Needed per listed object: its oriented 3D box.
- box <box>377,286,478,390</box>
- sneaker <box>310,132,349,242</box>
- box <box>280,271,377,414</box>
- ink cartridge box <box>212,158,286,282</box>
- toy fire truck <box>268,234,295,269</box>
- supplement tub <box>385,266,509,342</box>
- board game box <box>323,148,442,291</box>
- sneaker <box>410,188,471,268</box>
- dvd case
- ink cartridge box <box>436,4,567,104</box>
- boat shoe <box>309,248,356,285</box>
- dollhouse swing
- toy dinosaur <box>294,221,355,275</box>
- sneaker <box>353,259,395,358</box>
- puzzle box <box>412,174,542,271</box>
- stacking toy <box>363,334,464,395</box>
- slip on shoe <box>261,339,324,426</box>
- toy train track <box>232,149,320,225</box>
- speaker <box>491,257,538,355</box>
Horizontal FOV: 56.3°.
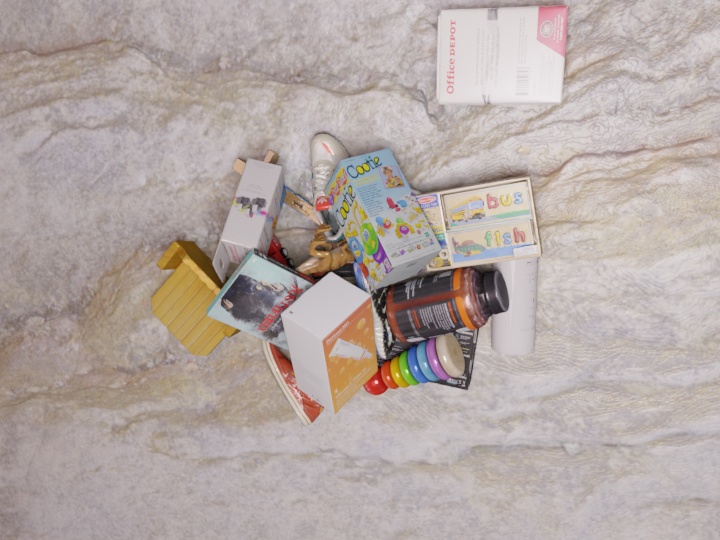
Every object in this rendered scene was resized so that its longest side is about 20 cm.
[{"bbox_3d":[0.120,0.126,1.271,0.197,0.044,0.162,9,107,14],"label":"box"},{"bbox_3d":[-0.054,-0.147,1.222,0.069,0.093,0.202,-7,103,18],"label":"sneaker"},{"bbox_3d":[-0.048,0.127,1.163,0.097,0.124,0.201,28,143,31],"label":"box"},{"bbox_3d":[-0.192,-0.078,1.188,0.067,0.115,0.202,14,72,3],"label":"ink cartridge box"},{"bbox_3d":[-0.175,0.004,1.272,0.048,0.141,0.201,-25,107,21],"label":"toy fire truck"},{"bbox_3d":[0.149,0.056,1.153,0.198,0.107,0.108,-14,101,26],"label":"supplement tub"},{"bbox_3d":[0.033,-0.086,1.141,0.202,0.104,0.103,64,151,14],"label":"board game box"},{"bbox_3d":[0.126,-0.072,1.188,0.199,0.075,0.089,33,93,5],"label":"sneaker"},{"bbox_3d":[-0.148,0.059,1.181,0.199,0.022,0.146,29,111,-35],"label":"dvd case"},{"bbox_3d":[0.228,-0.345,1.086,0.197,0.083,0.148,4,106,15],"label":"ink cartridge box"},{"bbox_3d":[0.000,0.000,1.259,0.197,0.071,0.063,3,116,13],"label":"boat shoe"},{"bbox_3d":[-0.337,0.073,1.338,0.176,0.182,0.200,-44,90,2],"label":"dollhouse swing"},{"bbox_3d":[-0.068,-0.018,1.181,0.198,0.061,0.107,-20,125,-9],"label":"toy dinosaur"},{"bbox_3d":[0.004,0.068,1.217,0.088,0.079,0.202,4,118,23],"label":"sneaker"},{"bbox_3d":[0.194,-0.077,1.120,0.198,0.025,0.135,-8,101,22],"label":"puzzle box"},{"bbox_3d":[0.087,0.181,1.233,0.198,0.085,0.086,-24,97,26],"label":"stacking toy"},{"bbox_3d":[-0.141,0.218,1.372,0.061,0.074,0.201,-32,88,-12],"label":"slip on shoe"},{"bbox_3d":[-0.152,-0.152,1.287,0.199,0.033,0.115,33,105,0],"label":"toy train track"},{"bbox_3d":[0.271,0.045,1.183,0.080,0.081,0.203,2,106,16],"label":"speaker"}]
